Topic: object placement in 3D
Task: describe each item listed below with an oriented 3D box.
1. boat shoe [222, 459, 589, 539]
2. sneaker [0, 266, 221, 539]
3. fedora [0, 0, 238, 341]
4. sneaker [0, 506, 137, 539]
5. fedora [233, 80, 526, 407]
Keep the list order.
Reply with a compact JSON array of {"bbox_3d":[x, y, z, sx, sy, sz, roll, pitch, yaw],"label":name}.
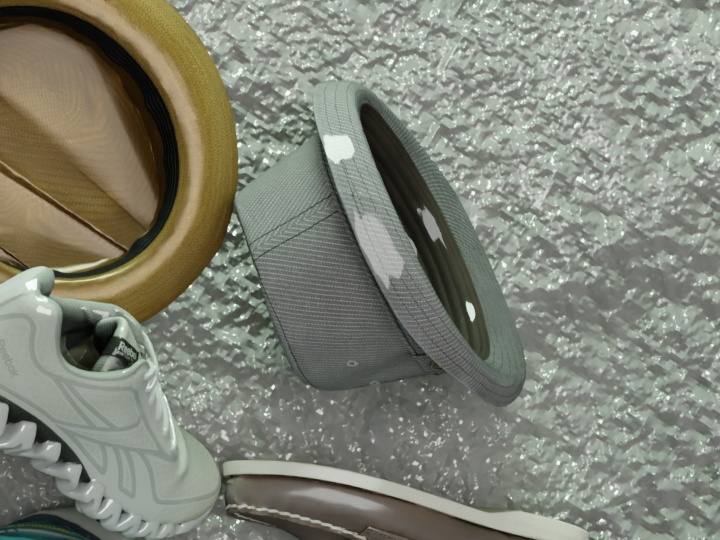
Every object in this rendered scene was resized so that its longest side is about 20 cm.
[{"bbox_3d":[0.021,0.140,1.143,0.199,0.072,0.060,16,80,-21],"label":"boat shoe"},{"bbox_3d":[-0.120,0.064,1.055,0.081,0.075,0.200,-37,139,13],"label":"sneaker"},{"bbox_3d":[-0.159,-0.060,1.092,0.200,0.082,0.202,1,87,-16],"label":"fedora"},{"bbox_3d":[-0.103,0.176,1.056,0.199,0.080,0.078,22,96,23],"label":"sneaker"},{"bbox_3d":[0.000,0.000,1.105,0.090,0.200,0.177,-26,74,12],"label":"fedora"}]
